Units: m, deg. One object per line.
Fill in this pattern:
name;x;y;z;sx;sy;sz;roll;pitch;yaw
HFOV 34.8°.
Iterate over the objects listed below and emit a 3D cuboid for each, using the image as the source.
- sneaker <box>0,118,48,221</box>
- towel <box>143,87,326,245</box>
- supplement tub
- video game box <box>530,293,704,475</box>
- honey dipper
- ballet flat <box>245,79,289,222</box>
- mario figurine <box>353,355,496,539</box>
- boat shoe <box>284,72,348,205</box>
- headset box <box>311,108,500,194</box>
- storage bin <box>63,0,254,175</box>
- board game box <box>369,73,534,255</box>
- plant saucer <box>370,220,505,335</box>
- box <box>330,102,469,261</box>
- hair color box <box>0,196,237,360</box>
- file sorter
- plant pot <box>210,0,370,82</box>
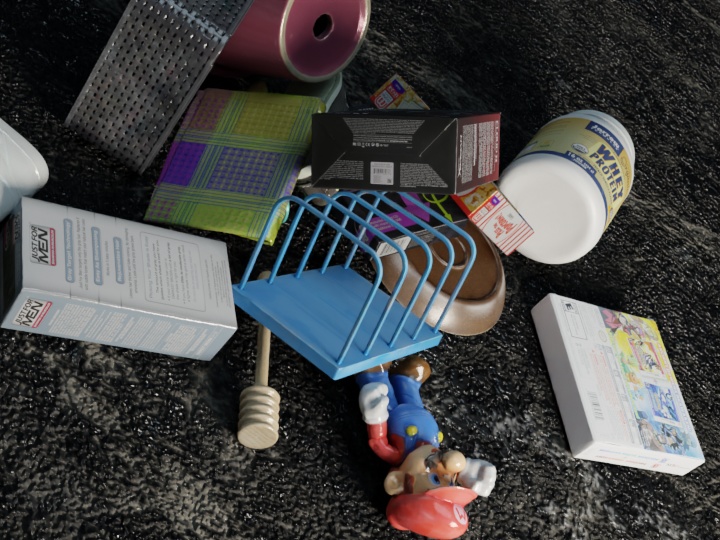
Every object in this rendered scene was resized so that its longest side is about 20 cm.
sneaker;-0.376;-0.113;0.983;0.200;0.074;0.116;38;37;-9
towel;-0.123;-0.112;1.157;0.143;0.023;0.201;8;52;11
supplement tub;0.264;-0.113;1.461;0.144;0.144;0.200;43;40;0
video game box;0.302;0.134;1.356;0.181;0.047;0.201;13;49;-29
honey dipper;-0.094;0.076;1.087;0.038;0.038;0.201;22;41;-24
ballet flat;-0.119;-0.132;1.225;0.070;0.071;0.201;14;48;-31
mario figurine;0.064;0.157;1.086;0.123;0.106;0.201;-10;52;-12
boat shoe;-0.046;-0.153;1.245;0.202;0.071;0.061;-83;150;-45
headset box;0.054;-0.125;1.170;0.148;0.078;0.200;5;12;20
storage bin;-0.193;-0.208;1.118;0.093;0.200;0.136;33;41;-12
board game box;0.108;-0.122;1.335;0.200;0.046;0.151;53;9;28
plant saucer;0.094;-0.018;1.327;0.199;0.032;0.201;22;45;-23
box;0.012;-0.106;1.297;0.142;0.036;0.200;-16;57;-40
hair color box;-0.214;0.010;1.021;0.199;0.061;0.100;13;48;-32
file sorter;0.000;0.000;1.102;0.138;0.123;0.200;34;23;24
plant pot;-0.094;-0.289;1.225;0.199;0.201;0.179;-11;32;-45
